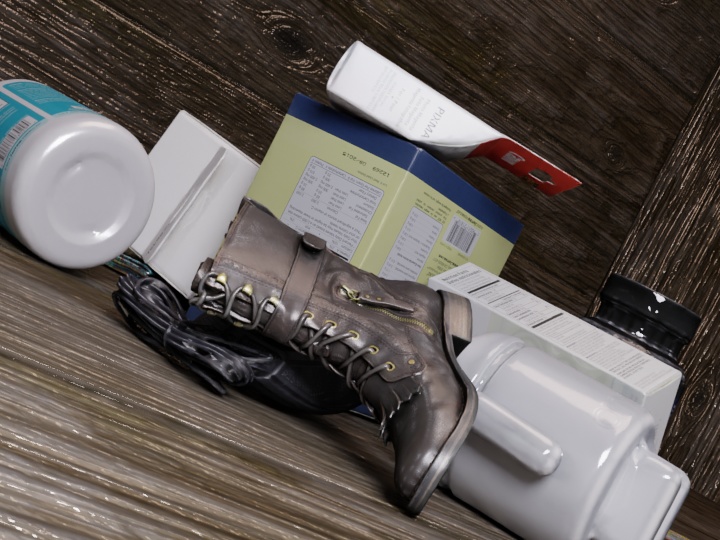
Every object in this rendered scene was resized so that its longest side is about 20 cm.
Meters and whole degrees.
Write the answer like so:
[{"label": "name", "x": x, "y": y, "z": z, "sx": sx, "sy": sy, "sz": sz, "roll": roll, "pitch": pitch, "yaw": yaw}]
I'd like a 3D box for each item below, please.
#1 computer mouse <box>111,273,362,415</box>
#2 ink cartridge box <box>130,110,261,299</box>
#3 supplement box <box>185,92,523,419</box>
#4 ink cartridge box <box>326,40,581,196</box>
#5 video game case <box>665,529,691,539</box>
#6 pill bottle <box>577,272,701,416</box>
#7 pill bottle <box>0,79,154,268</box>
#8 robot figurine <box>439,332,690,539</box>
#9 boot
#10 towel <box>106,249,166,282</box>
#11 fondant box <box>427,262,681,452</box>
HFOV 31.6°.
[{"label": "computer mouse", "x": -0.061, "y": 0.059, "z": 0.836, "sx": 0.198, "sy": 0.053, "sz": 0.138, "roll": 11, "pitch": 15, "yaw": -44}, {"label": "ink cartridge box", "x": -0.124, "y": -0.041, "z": 1.153, "sx": 0.125, "sy": 0.129, "sz": 0.200, "roll": 36, "pitch": 0, "yaw": 28}, {"label": "supplement box", "x": 0.000, "y": 0.000, "z": 1.037, "sx": 0.133, "sy": 0.202, "sz": 0.199, "roll": 28, "pitch": 0, "yaw": 35}, {"label": "ink cartridge box", "x": 0.067, "y": -0.100, "z": 1.005, "sx": 0.199, "sy": 0.057, "sz": 0.163, "roll": 37, "pitch": 0, "yaw": 0}, {"label": "video game case", "x": 0.347, "y": 0.291, "z": 1.152, "sx": 0.198, "sy": 0.026, "sz": 0.181, "roll": 28, "pitch": 1, "yaw": -3}, {"label": "pill bottle", "x": 0.203, "y": 0.111, "z": 1.066, "sx": 0.111, "sy": 0.202, "sz": 0.112, "roll": 27, "pitch": 1, "yaw": 0}, {"label": "pill bottle", "x": -0.245, "y": -0.082, "z": 0.969, "sx": 0.110, "sy": 0.112, "sz": 0.199, "roll": 27, "pitch": 1, "yaw": -40}, {"label": "robot figurine", "x": 0.116, "y": 0.116, "z": 0.844, "sx": 0.198, "sy": 0.114, "sz": 0.170, "roll": 29, "pitch": -5, "yaw": 25}, {"label": "boot", "x": -0.021, "y": 0.044, "z": 0.751, "sx": 0.172, "sy": 0.070, "sz": 0.201, "roll": 23, "pitch": 31, "yaw": -10}, {"label": "towel", "x": -0.265, "y": -0.043, "z": 1.150, "sx": 0.198, "sy": 0.022, "sz": 0.147, "roll": 29, "pitch": 1, "yaw": 0}, {"label": "fondant box", "x": 0.130, "y": 0.102, "z": 0.969, "sx": 0.199, "sy": 0.146, "sz": 0.058, "roll": 29, "pitch": 32, "yaw": 35}]
